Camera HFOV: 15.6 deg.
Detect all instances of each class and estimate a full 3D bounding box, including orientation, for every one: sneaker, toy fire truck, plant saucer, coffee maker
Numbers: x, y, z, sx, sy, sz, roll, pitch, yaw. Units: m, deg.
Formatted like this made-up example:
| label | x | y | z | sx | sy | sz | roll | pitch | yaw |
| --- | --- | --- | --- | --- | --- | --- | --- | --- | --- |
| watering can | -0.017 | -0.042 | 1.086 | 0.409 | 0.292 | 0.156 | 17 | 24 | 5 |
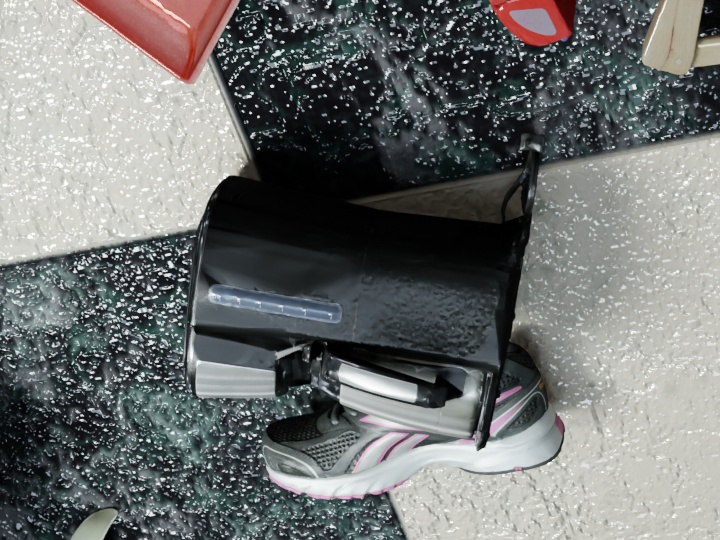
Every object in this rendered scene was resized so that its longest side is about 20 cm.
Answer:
| label | x | y | z | sx | sy | sz | roll | pitch | yaw |
| --- | --- | --- | --- | --- | --- | --- | --- | --- | --- |
| sneaker | 0.030 | 0.087 | 1.723 | 0.198 | 0.080 | 0.087 | -11 | 114 | 8 |
| toy fire truck | 0.180 | -0.161 | 1.504 | 0.199 | 0.049 | 0.141 | -19 | 123 | 23 |
| plant saucer | -0.146 | -0.208 | 1.466 | 0.199 | 0.037 | 0.200 | 36 | 158 | -2 |
| coffee maker | 0.000 | 0.000 | 1.623 | 0.198 | 0.194 | 0.135 | 11 | 171 | 4 |

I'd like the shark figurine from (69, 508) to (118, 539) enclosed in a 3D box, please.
| label | x | y | z | sx | sy | sz | roll | pitch | yaw |
| --- | --- | --- | --- | --- | --- | --- | --- | --- | --- |
| shark figurine | -0.164 | 0.261 | 1.869 | 0.128 | 0.214 | 0.089 | -49 | 152 | 7 |
